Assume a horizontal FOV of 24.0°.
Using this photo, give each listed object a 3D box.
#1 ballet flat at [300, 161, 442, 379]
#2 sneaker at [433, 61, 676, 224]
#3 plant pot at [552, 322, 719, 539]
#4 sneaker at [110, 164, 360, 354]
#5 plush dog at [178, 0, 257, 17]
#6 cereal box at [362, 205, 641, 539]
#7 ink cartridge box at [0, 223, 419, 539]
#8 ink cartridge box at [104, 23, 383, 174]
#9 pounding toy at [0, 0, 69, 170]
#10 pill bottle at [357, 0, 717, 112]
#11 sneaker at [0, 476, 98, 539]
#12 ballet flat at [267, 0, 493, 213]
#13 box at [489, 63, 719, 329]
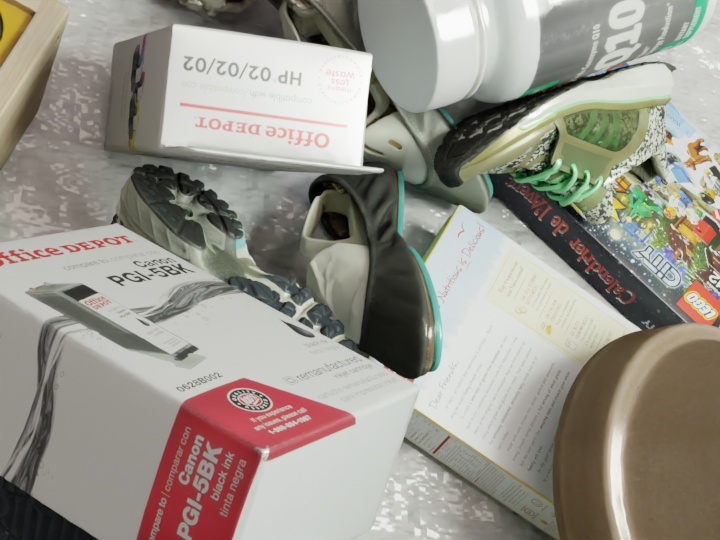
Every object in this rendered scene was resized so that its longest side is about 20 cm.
[{"bbox_3d":[0.000,0.000,0.968,0.068,0.069,0.201,2,28,-8],"label":"ballet flat"},{"bbox_3d":[0.131,-0.069,1.037,0.199,0.077,0.090,-20,96,-36],"label":"sneaker"},{"bbox_3d":[0.233,0.118,0.923,0.199,0.174,0.203,13,71,-41],"label":"plant pot"},{"bbox_3d":[-0.073,0.037,0.925,0.077,0.087,0.200,-6,49,-49],"label":"sneaker"},{"bbox_3d":[-0.135,-0.278,1.054,0.170,0.202,0.161,3,27,-32],"label":"plush dog"},{"bbox_3d":[0.105,0.071,1.015,0.199,0.040,0.144,34,55,-1],"label":"cereal box"},{"bbox_3d":[-0.095,0.059,0.798,0.199,0.084,0.146,27,19,23],"label":"ink cartridge box"},{"bbox_3d":[-0.066,-0.092,0.936,0.114,0.200,0.069,5,92,-20],"label":"ink cartridge box"},{"bbox_3d":[-0.284,-0.108,0.890,0.199,0.142,0.185,28,55,-6],"label":"pounding toy"},{"bbox_3d":[0.105,-0.166,1.009,0.198,0.113,0.114,-19,70,-23],"label":"pill bottle"},{"bbox_3d":[-0.094,0.131,0.836,0.198,0.071,0.082,24,23,-1],"label":"sneaker"},{"bbox_3d":[0.005,-0.108,1.050,0.063,0.067,0.201,-35,95,-20],"label":"ballet flat"},{"bbox_3d":[0.179,-0.053,1.118,0.200,0.038,0.137,43,55,4],"label":"box"}]
